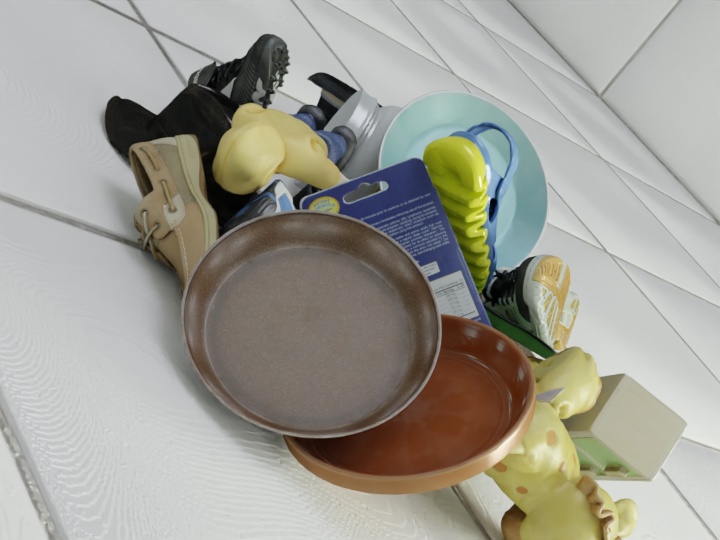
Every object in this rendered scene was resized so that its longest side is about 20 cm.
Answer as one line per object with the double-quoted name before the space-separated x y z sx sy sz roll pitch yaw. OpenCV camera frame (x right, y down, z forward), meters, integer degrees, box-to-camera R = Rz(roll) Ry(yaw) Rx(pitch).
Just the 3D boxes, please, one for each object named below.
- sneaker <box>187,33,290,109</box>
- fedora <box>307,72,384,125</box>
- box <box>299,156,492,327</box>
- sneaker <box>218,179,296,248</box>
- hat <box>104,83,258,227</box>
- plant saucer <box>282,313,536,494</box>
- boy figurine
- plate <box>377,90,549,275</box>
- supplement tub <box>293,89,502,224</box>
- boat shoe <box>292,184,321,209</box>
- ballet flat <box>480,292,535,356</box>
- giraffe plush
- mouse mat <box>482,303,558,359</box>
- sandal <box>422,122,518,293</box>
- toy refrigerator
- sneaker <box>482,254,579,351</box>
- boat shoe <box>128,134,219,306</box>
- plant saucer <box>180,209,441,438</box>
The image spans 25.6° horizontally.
"sneaker" -0.128 -0.178 1.568 0.090 0.200 0.067 26 63 -2
"fedora" 0.008 -0.142 1.823 0.199 0.092 0.201 32 9 -6
"box" 0.035 0.013 1.367 0.032 0.120 0.202 106 -37 -78
"sneaker" -0.072 -0.021 1.348 0.077 0.076 0.200 51 -2 5
"hat" -0.141 -0.121 1.496 0.200 0.081 0.201 35 19 -14
"plant saucer" 0.036 0.103 1.215 0.201 0.198 0.033 -113 -168 -55
"boy figurine" -0.067 -0.106 1.422 0.124 0.065 0.200 34 20 11
"plate" 0.102 -0.085 1.613 0.198 0.026 0.203 7 72 -23
"supplement tub" 0.043 -0.082 1.681 0.199 0.145 0.145 36 18 -12
"boat shoe" -0.001 0.000 1.532 0.202 0.063 0.074 47 16 15
"ballet flat" 0.149 0.086 1.615 0.200 0.067 0.046 50 38 12
"giraffe plush" 0.153 0.173 1.305 0.163 0.171 0.200 62 -11 -6
"mouse mat" 0.111 0.037 1.462 0.199 0.008 0.161 32 -3 20
"sandal" 0.105 -0.057 1.441 0.079 0.201 0.087 31 54 22
"toy refrigerator" 0.216 0.150 1.466 0.076 0.070 0.200 38 -14 -7
"sneaker" 0.152 0.029 1.497 0.087 0.076 0.200 18 -12 16
"boat shoe" -0.154 -0.034 1.304 0.064 0.072 0.201 -3 42 -13
"plant saucer" -0.038 0.044 1.206 0.198 0.032 0.202 3 57 -5
